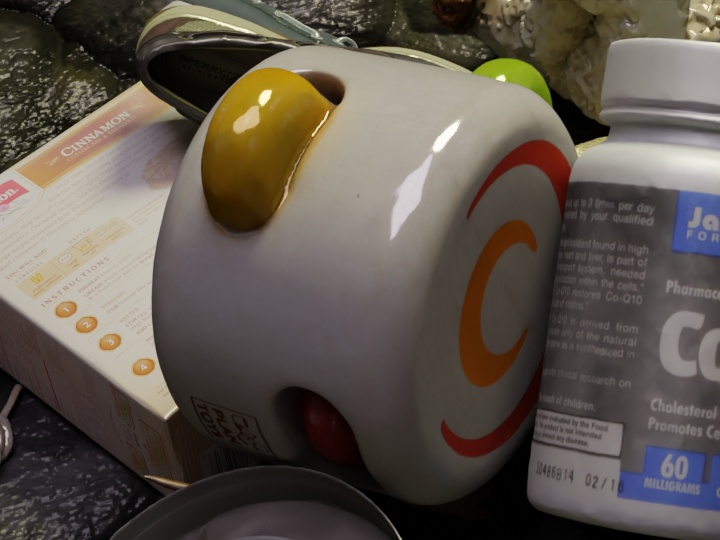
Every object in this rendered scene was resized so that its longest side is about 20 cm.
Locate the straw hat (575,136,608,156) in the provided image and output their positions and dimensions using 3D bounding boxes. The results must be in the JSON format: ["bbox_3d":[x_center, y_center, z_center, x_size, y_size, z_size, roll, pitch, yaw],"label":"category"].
[{"bbox_3d":[0.124,-0.017,1.174,0.201,0.085,0.201,3,30,-2],"label":"straw hat"}]

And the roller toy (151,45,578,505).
[{"bbox_3d":[0.000,0.000,1.066,0.140,0.183,0.200,14,16,27],"label":"roller toy"}]

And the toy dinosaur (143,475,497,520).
[{"bbox_3d":[0.011,0.082,1.165,0.106,0.061,0.200,16,39,42],"label":"toy dinosaur"}]

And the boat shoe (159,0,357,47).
[{"bbox_3d":[-0.025,-0.113,1.348,0.200,0.073,0.062,28,58,36],"label":"boat shoe"}]

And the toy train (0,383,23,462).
[{"bbox_3d":[-0.222,0.086,1.153,0.084,0.116,0.200,11,49,21],"label":"toy train"}]

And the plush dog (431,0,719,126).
[{"bbox_3d":[0.134,-0.132,1.314,0.200,0.161,0.172,-3,21,-33],"label":"plush dog"}]

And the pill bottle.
[{"bbox_3d":[0.138,0.008,1.046,0.114,0.114,0.200,8,90,18],"label":"pill bottle"}]

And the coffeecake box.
[{"bbox_3d":[-0.097,0.008,1.238,0.153,0.073,0.200,-37,50,-25],"label":"coffeecake box"}]

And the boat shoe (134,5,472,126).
[{"bbox_3d":[-0.019,-0.079,1.242,0.200,0.073,0.065,12,21,0],"label":"boat shoe"}]

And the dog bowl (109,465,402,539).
[{"bbox_3d":[-0.047,0.182,1.017,0.200,0.059,0.200,-19,51,25],"label":"dog bowl"}]
